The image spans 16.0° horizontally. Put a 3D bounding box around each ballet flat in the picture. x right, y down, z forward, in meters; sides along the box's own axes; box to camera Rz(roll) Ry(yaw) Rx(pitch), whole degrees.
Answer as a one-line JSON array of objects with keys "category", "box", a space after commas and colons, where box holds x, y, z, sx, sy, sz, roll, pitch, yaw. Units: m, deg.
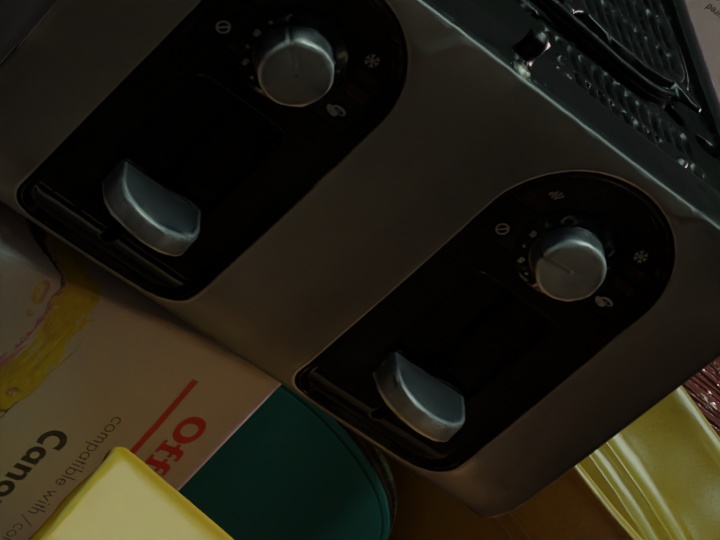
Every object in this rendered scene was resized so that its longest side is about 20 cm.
[{"category": "ballet flat", "box": [-0.071, 0.031, 0.746, 0.199, 0.071, 0.071, 28, 27, -34]}]

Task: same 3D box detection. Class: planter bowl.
[{"category": "planter bowl", "box": [0.058, 0.072, 0.844, 0.200, 0.083, 0.201, 47, 15, -17]}]

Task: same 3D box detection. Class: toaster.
[{"category": "toaster", "box": [-0.006, -0.062, 0.633, 0.180, 0.119, 0.200, 35, 26, -26]}]

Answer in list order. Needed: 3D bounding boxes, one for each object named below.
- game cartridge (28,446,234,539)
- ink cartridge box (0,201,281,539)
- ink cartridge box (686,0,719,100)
[{"category": "game cartridge", "box": [-0.022, 0.156, 0.500, 0.200, 0.032, 0.176, 39, 51, 0]}, {"category": "ink cartridge box", "box": [-0.103, 0.023, 0.629, 0.199, 0.117, 0.068, 24, 30, -39]}, {"category": "ink cartridge box", "box": [0.051, -0.080, 0.963, 0.084, 0.200, 0.145, 29, 27, -41]}]
